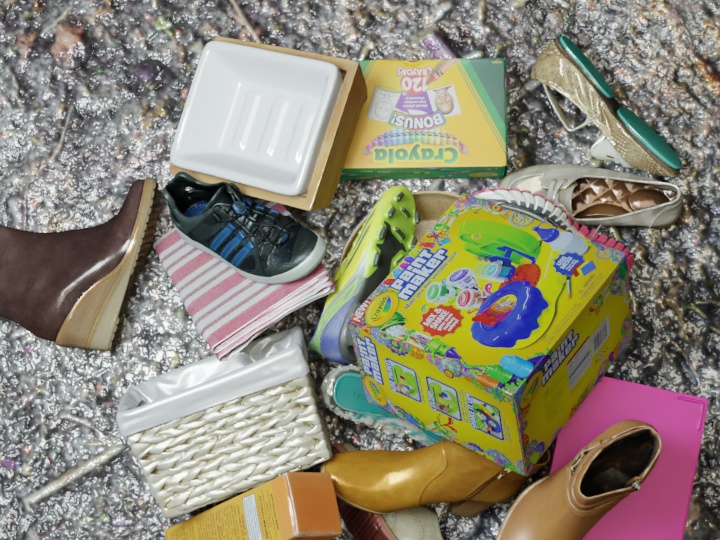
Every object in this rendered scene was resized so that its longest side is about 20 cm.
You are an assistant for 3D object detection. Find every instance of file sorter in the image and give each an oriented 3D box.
[{"bbox_3d":[0.254,0.217,1.622,0.138,0.125,0.202,12,83,3],"label":"file sorter"}]

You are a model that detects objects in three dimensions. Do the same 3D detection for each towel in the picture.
[{"bbox_3d":[-0.124,-0.006,1.678,0.146,0.030,0.200,-32,46,-3],"label":"towel"}]

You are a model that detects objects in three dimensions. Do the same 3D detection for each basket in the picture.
[{"bbox_3d":[-0.132,0.154,1.633,0.199,0.136,0.124,-21,98,0],"label":"basket"}]

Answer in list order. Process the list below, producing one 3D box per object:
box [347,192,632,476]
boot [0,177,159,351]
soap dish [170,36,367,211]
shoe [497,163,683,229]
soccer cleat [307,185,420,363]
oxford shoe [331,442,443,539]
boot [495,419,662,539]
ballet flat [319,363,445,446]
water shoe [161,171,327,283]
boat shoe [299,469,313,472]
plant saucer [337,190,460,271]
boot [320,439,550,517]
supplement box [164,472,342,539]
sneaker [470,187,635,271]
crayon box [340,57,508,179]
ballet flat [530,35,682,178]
[{"bbox_3d":[0.128,0.057,1.549,0.192,0.122,0.200,22,54,31],"label":"box"},{"bbox_3d":[-0.313,-0.024,1.708,0.165,0.072,0.201,19,86,3],"label":"boot"},{"bbox_3d":[-0.093,-0.152,1.676,0.199,0.081,0.158,16,86,36],"label":"soap dish"},{"bbox_3d":[0.243,-0.081,1.703,0.198,0.053,0.071,3,81,3],"label":"shoe"},{"bbox_3d":[-0.001,0.000,1.662,0.083,0.065,0.201,3,66,43],"label":"soccer cleat"},{"bbox_3d":[0.035,0.258,1.666,0.075,0.070,0.201,-26,78,-30],"label":"oxford shoe"},{"bbox_3d":[0.202,0.216,1.481,0.200,0.155,0.077,-39,84,-4],"label":"boot"},{"bbox_3d":[0.048,0.141,1.667,0.199,0.072,0.072,20,82,-15],"label":"ballet flat"},{"bbox_3d":[-0.126,-0.044,1.634,0.199,0.079,0.072,16,62,35],"label":"water shoe"},{"bbox_3d":[-0.058,0.303,1.649,0.060,0.074,0.202,8,84,3],"label":"boat shoe"},{"bbox_3d":[0.074,0.017,1.704,0.199,0.035,0.202,0,81,3],"label":"plant saucer"},{"bbox_3d":[0.076,0.187,1.597,0.200,0.144,0.071,13,51,-23],"label":"boot"},{"bbox_3d":[-0.111,0.260,1.603,0.199,0.066,0.069,-31,64,38],"label":"supplement box"},{"bbox_3d":[0.191,-0.023,1.657,0.199,0.081,0.075,27,72,-13],"label":"sneaker"},{"bbox_3d":[0.057,-0.161,1.720,0.198,0.058,0.120,-1,81,2],"label":"crayon box"},{"bbox_3d":[0.257,-0.160,1.718,0.065,0.070,0.200,-45,78,23],"label":"ballet flat"}]
